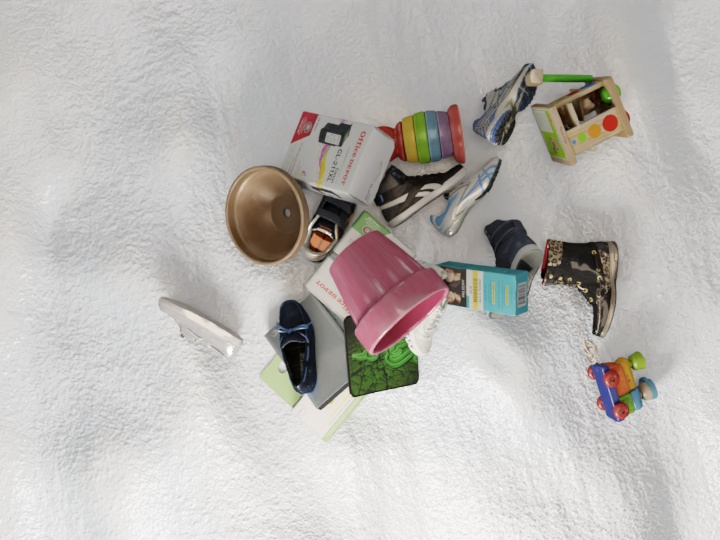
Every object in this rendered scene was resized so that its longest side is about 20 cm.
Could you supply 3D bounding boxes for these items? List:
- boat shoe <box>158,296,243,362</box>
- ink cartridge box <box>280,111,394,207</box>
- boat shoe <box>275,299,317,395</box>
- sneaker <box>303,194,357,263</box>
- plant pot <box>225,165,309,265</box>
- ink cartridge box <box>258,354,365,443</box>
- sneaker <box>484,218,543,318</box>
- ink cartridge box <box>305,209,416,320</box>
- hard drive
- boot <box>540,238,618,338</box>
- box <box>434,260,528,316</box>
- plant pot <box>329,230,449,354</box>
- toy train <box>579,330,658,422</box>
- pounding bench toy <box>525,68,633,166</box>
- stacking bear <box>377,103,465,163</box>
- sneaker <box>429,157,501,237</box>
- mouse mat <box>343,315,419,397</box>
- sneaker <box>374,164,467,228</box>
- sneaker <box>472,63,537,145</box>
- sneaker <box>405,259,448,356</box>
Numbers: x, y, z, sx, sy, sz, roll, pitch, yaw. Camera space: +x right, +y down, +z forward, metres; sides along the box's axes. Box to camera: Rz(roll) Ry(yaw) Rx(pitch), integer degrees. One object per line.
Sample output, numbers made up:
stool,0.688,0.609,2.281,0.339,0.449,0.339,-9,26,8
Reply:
boat shoe,-0.346,0.125,1.669,0.199,0.072,0.069,30,90,-7
ink cartridge box,-0.049,-0.228,1.600,0.199,0.083,0.147,19,85,38
boat shoe,-0.125,0.147,1.599,0.083,0.069,0.202,-23,67,9
sneaker,-0.059,-0.110,1.653,0.078,0.079,0.202,21,88,3
plant pot,-0.175,-0.117,1.631,0.199,0.092,0.204,6,102,30
ink cartridge box,-0.099,0.240,1.665,0.200,0.048,0.146,41,90,0
sneaker,0.297,-0.012,1.642,0.076,0.147,0.204,1,131,-26
ink cartridge box,0.000,0.000,1.645,0.146,0.083,0.200,40,90,1
hard drive,-0.091,0.166,1.640,0.139,0.033,0.200,-41,67,2
boot,0.449,0.031,1.634,0.148,0.073,0.203,7,86,1
box,0.240,0.034,1.588,0.199,0.049,0.083,8,104,44
plant pot,0.042,0.031,1.519,0.199,0.200,0.180,-39,75,1
toy train,0.530,0.195,1.617,0.115,0.085,0.202,-21,99,-10
pounding bench toy,0.438,-0.340,1.591,0.155,0.124,0.202,-26,103,1
stacking bear,0.111,-0.271,1.638,0.197,0.114,0.123,-9,89,6
sneaker,0.221,-0.162,1.648,0.072,0.072,0.201,39,88,9
mouse mat,0.045,0.165,1.614,0.198,0.007,0.163,-5,89,-43
sneaker,0.116,-0.188,1.649,0.199,0.073,0.112,-35,90,3
sneaker,0.297,-0.357,1.643,0.085,0.077,0.201,23,71,33
sneaker,0.137,0.083,1.622,0.080,0.075,0.203,10,108,34
